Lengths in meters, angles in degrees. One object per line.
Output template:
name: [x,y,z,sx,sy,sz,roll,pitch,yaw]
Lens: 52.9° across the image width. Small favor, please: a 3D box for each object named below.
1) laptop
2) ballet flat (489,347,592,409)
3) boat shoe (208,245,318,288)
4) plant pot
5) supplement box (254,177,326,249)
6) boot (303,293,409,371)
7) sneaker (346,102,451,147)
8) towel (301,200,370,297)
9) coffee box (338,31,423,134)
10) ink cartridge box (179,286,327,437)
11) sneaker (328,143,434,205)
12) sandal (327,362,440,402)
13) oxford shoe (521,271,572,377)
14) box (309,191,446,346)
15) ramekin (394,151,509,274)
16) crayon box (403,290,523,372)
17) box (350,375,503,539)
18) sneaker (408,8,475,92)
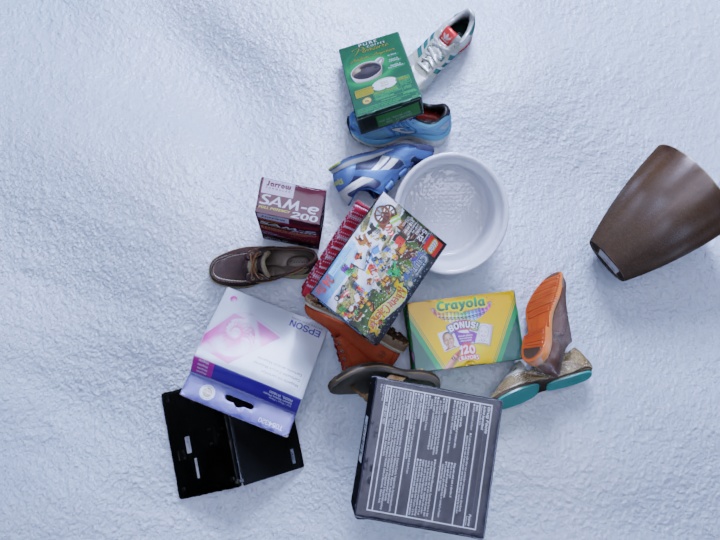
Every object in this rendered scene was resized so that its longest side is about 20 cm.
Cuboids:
laptop: [-0.220,0.274,1.238,0.196,0.103,0.182,-17,80,20]
ballet flat: [0.307,0.185,1.269,0.195,0.071,0.066,-15,55,-9]
boat shoe: [-0.168,-0.012,1.257,0.194,0.072,0.074,-2,80,-4]
plant pot: [0.511,-0.081,1.275,0.199,0.187,0.188,-41,85,5]
supplement box: [-0.114,-0.091,1.208,0.106,0.200,0.063,11,80,-1]
boot: [-0.025,0.118,1.223,0.197,0.075,0.108,31,103,-15]
sneaker: [0.072,-0.279,1.303,0.194,0.090,0.080,-4,68,-6]
towel: [0.000,0.000,1.234,0.143,0.023,0.202,32,114,-4]
coffee box: [0.035,-0.337,1.285,0.120,0.044,0.203,-17,51,3]
ink cartridge box: [-0.173,0.148,1.208,0.192,0.044,0.203,21,54,-1]
sneaker: [0.043,-0.177,1.302,0.195,0.074,0.084,-17,91,-7]
sandal: [0.044,0.200,1.203,0.195,0.082,0.056,11,47,-19]
oxford shoe: [0.333,0.093,1.265,0.072,0.071,0.203,36,55,-20]
box: [0.029,-0.003,1.162,0.136,0.038,0.202,37,82,-5]
ramekin: [0.151,-0.102,1.257,0.195,0.098,0.206,0,98,-1]
crayon box: [0.178,0.108,1.267,0.194,0.058,0.122,-7,81,-5]
box: [0.097,0.279,1.099,0.193,0.123,0.205,11,82,-2]
sneaker: [0.139,-0.407,1.333,0.070,0.093,0.200,45,80,5]
